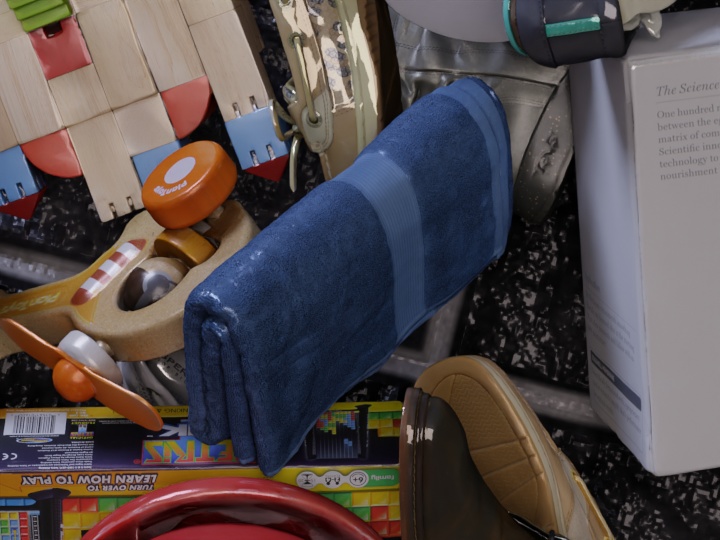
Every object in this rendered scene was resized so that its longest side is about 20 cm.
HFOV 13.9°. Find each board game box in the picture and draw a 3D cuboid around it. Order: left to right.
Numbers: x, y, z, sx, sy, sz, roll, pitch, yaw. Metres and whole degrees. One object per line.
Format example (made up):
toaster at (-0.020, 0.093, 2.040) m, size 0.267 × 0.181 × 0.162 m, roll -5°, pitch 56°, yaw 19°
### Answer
board game box at (-0.077, 0.146, 1.433) m, size 0.199 × 0.057 × 0.166 m, roll -1°, pitch 122°, yaw -1°

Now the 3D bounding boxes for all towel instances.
towel at (0.000, 0.000, 1.379) m, size 0.048 × 0.112 × 0.200 m, roll 30°, pitch 53°, yaw 30°

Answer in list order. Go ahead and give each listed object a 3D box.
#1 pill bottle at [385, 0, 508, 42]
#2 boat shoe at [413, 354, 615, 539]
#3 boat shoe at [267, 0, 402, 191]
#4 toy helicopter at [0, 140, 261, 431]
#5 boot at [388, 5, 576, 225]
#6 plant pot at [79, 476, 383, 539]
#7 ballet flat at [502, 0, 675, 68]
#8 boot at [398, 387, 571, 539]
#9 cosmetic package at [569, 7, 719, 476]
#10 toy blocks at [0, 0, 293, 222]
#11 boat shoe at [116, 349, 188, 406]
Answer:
pill bottle at (0.069, -0.218, 1.432) m, size 0.110 × 0.111 × 0.201 m, roll 14°, pitch 68°, yaw -1°
boat shoe at (0.087, 0.130, 1.472) m, size 0.073 × 0.069 × 0.201 m, roll -20°, pitch 96°, yaw 27°
boat shoe at (-0.019, -0.112, 1.427) m, size 0.062 × 0.073 × 0.201 m, roll -5°, pitch 104°, yaw 9°
toy helicopter at (-0.130, 0.024, 1.420) m, size 0.199 × 0.133 × 0.079 m, roll -14°, pitch 127°, yaw 35°
boot at (0.069, -0.132, 1.484) m, size 0.130 × 0.068 × 0.201 m, roll 23°, pitch 86°, yaw 5°
plant pot at (-0.062, 0.204, 1.329) m, size 0.199 × 0.183 × 0.201 m, roll -2°, pitch 124°, yaw -2°
ballet flat at (0.137, -0.153, 1.376) m, size 0.073 × 0.200 × 0.073 m, roll 17°, pitch 128°, yaw 23°
boot at (0.077, 0.130, 1.383) m, size 0.096 × 0.075 × 0.201 m, roll -4°, pitch 130°, yaw 15°
cosmetic package at (0.213, -0.025, 1.421) m, size 0.198 × 0.123 × 0.201 m, roll -7°, pitch 105°, yaw -9°
toy blocks at (-0.122, -0.089, 1.468) m, size 0.199 × 0.100 × 0.137 m, roll -19°, pitch 98°, yaw 9°
boat shoe at (-0.036, 0.092, 1.468) m, size 0.199 × 0.069 × 0.071 m, roll 32°, pitch 84°, yaw -2°
